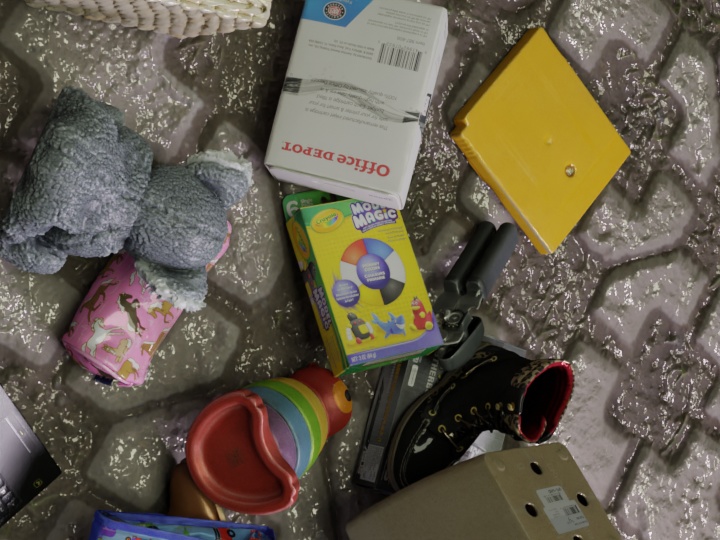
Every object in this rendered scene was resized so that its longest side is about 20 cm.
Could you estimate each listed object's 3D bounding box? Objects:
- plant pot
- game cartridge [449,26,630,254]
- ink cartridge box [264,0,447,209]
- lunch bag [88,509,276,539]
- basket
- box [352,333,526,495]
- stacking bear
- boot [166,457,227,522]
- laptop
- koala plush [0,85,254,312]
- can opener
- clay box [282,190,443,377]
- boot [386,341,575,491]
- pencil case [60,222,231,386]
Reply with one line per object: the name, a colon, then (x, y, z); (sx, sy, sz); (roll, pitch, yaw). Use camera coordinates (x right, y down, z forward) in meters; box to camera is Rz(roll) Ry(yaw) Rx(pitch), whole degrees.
plant pot: (0.142, 0.279, 1.532); (0.199, 0.177, 0.201); (0, 51, -46)
game cartridge: (0.208, -0.150, 1.778); (0.176, 0.032, 0.200); (-49, 113, -22)
ink cartridge box: (-0.003, -0.177, 1.567); (0.144, 0.084, 0.201); (14, 83, 7)
lunch bag: (-0.181, 0.312, 1.435); (0.199, 0.094, 0.151); (12, 95, -20)
basket: (-0.188, -0.313, 1.412); (0.197, 0.200, 0.162); (7, 90, -33)
box: (0.089, 0.160, 1.696); (0.158, 0.048, 0.201); (21, 80, -31)
stacking bear: (-0.076, 0.154, 1.533); (0.200, 0.113, 0.122); (-29, 95, -58)
boot: (-0.210, 0.292, 1.501); (0.154, 0.077, 0.201); (-9, 104, -29)
laptop: (-0.351, 0.213, 1.345); (0.200, 0.103, 0.178); (-42, 136, -20)
koala plush: (-0.207, -0.059, 1.389); (0.199, 0.184, 0.178); (25, 79, -13)
can opener: (0.122, 0.028, 1.683); (0.200, 0.053, 0.067); (-55, 138, -42)
clay box: (0.000, 0.000, 1.591); (0.114, 0.048, 0.201); (-12, 77, -27)
boot: (0.126, 0.158, 1.601); (0.200, 0.150, 0.073); (-48, 115, -24)
pencil case: (-0.204, 0.016, 1.482); (0.201, 0.082, 0.087); (-60, 143, -18)
